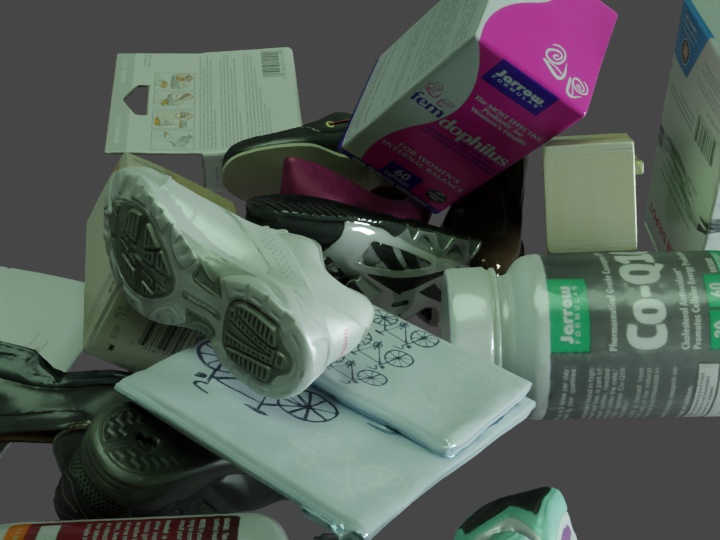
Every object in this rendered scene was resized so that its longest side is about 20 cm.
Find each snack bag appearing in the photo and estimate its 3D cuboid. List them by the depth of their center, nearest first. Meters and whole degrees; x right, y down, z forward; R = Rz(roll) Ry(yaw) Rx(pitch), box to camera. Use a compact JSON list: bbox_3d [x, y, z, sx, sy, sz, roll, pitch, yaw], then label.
[{"bbox_3d":[-0.019,0.069,0.726,0.188,0.022,0.200,27,31,26],"label":"snack bag"}]

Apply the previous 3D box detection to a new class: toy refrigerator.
[{"bbox_3d":[0.178,-0.063,0.937,0.069,0.077,0.200,-2,7,12],"label":"toy refrigerator"}]

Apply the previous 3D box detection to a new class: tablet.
[{"bbox_3d":[-0.276,0.064,0.907,0.129,0.014,0.200,10,37,16],"label":"tablet"}]

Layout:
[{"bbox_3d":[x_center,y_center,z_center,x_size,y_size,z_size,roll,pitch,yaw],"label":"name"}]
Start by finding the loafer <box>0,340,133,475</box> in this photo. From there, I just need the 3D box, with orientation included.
[{"bbox_3d":[-0.183,0.103,0.819,0.198,0.073,0.073,11,69,8],"label":"loafer"}]

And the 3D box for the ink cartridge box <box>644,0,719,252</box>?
[{"bbox_3d":[0.285,-0.086,0.938,0.083,0.201,0.146,-1,36,-3],"label":"ink cartridge box"}]

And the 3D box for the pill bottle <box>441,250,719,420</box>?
[{"bbox_3d":[0.156,0.044,0.837,0.198,0.114,0.113,-2,36,0],"label":"pill bottle"}]

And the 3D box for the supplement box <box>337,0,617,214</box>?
[{"bbox_3d":[0.082,-0.138,0.917,0.101,0.200,0.104,31,59,-16],"label":"supplement box"}]

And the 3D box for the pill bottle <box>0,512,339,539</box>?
[{"bbox_3d":[-0.098,0.186,0.650,0.198,0.114,0.113,-2,36,-1],"label":"pill bottle"}]

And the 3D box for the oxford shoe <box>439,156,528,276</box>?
[{"bbox_3d":[0.101,-0.061,1.007,0.072,0.085,0.201,5,38,5],"label":"oxford shoe"}]

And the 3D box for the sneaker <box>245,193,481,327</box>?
[{"bbox_3d":[0.000,0.000,0.873,0.199,0.089,0.074,13,8,-37],"label":"sneaker"}]

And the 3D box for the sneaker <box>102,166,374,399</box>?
[{"bbox_3d":[-0.074,0.000,0.745,0.200,0.078,0.099,39,35,26],"label":"sneaker"}]

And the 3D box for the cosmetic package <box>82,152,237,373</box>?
[{"bbox_3d":[-0.138,-0.001,0.884,0.105,0.071,0.200,24,20,-23],"label":"cosmetic package"}]

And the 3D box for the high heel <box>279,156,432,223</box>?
[{"bbox_3d":[0.003,-0.066,0.977,0.067,0.097,0.200,-7,16,25],"label":"high heel"}]

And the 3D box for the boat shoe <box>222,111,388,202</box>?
[{"bbox_3d":[-0.025,-0.097,1.062,0.200,0.074,0.063,-6,48,-18],"label":"boat shoe"}]

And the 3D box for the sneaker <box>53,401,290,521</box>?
[{"bbox_3d":[-0.103,0.131,0.761,0.199,0.114,0.077,-1,52,-48],"label":"sneaker"}]

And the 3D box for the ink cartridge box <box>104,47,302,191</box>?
[{"bbox_3d":[-0.144,-0.145,1.159,0.175,0.045,0.201,-3,36,-5],"label":"ink cartridge box"}]

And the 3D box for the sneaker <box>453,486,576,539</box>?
[{"bbox_3d":[0.073,0.205,0.619,0.077,0.141,0.199,-23,-2,39],"label":"sneaker"}]

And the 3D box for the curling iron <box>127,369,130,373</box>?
[{"bbox_3d":[-0.164,0.028,0.942,0.049,0.026,0.200,-4,35,-19],"label":"curling iron"}]
